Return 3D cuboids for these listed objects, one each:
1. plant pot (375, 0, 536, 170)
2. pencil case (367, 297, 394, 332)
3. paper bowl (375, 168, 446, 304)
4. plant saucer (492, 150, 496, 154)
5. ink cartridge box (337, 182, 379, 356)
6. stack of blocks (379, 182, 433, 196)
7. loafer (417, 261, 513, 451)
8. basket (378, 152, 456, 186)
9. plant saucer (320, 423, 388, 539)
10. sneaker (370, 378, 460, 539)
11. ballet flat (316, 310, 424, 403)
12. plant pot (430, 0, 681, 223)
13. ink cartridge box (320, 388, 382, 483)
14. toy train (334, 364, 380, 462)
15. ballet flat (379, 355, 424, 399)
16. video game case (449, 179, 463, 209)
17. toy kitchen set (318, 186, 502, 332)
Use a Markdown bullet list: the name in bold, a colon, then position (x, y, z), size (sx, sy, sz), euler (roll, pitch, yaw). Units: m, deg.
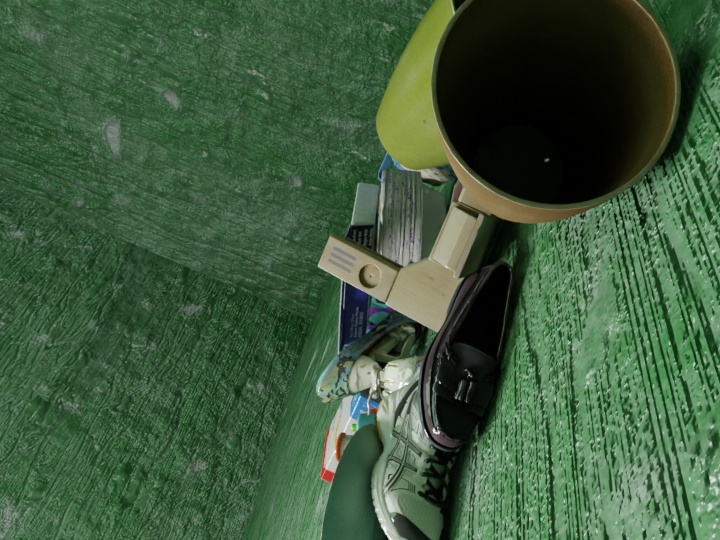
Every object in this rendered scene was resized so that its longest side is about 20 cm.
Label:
- **plant pot**: position (0.110, -0.202, 0.848), size (0.199, 0.185, 0.190), euler (-35, 29, 47)
- **pencil case**: position (0.050, 0.026, 1.341), size (0.086, 0.090, 0.204), euler (81, -152, -66)
- **paper bowl**: position (0.076, -0.050, 1.145), size (0.201, 0.101, 0.207), euler (2, -90, -89)
- **plant saucer**: position (0.172, -0.233, 0.922), size (0.197, 0.034, 0.206), euler (-10, 76, 43)
- **ink cartridge box**: position (0.000, 0.000, 1.119), size (0.201, 0.039, 0.204), euler (-78, -8, -61)
- **stack of blocks**: position (0.068, -0.056, 1.296), size (0.059, 0.113, 0.204), euler (71, -140, -63)
- **loafer**: position (0.108, 0.075, 0.739), size (0.063, 0.071, 0.203), euler (-52, 14, 55)
- **basket**: position (0.117, -0.235, 1.336), size (0.198, 0.137, 0.180), euler (16, 82, 54)
- **plant saucer**: position (0.014, 0.265, 0.776), size (0.200, 0.038, 0.207), euler (5, -90, -69)
- **sneaker**: position (0.062, 0.183, 0.738), size (0.087, 0.075, 0.203), euler (-38, 33, 26)
- **ballet flat**: position (0.021, 0.125, 1.080), size (0.199, 0.074, 0.075), euler (-41, -9, -31)
- **plant pot**: position (0.150, -0.116, 0.645), size (0.200, 0.182, 0.191), euler (69, -138, -77)
- **ink cartridge box**: position (-0.007, 0.252, 1.158), size (0.117, 0.066, 0.204), euler (-84, 17, -67)
- **toy train**: position (0.006, 0.214, 0.932), size (0.202, 0.054, 0.153), euler (79, -170, -51)
- **ballet flat**: position (0.056, 0.143, 0.962), size (0.200, 0.071, 0.074), euler (134, 158, -74)
- **video game case**: position (0.179, -0.149, 1.134), size (0.202, 0.017, 0.145), euler (118, 172, -47)
- **toy kitchen set**: position (0.061, -0.056, 0.878), size (0.204, 0.177, 0.163), euler (-66, -14, 9)
